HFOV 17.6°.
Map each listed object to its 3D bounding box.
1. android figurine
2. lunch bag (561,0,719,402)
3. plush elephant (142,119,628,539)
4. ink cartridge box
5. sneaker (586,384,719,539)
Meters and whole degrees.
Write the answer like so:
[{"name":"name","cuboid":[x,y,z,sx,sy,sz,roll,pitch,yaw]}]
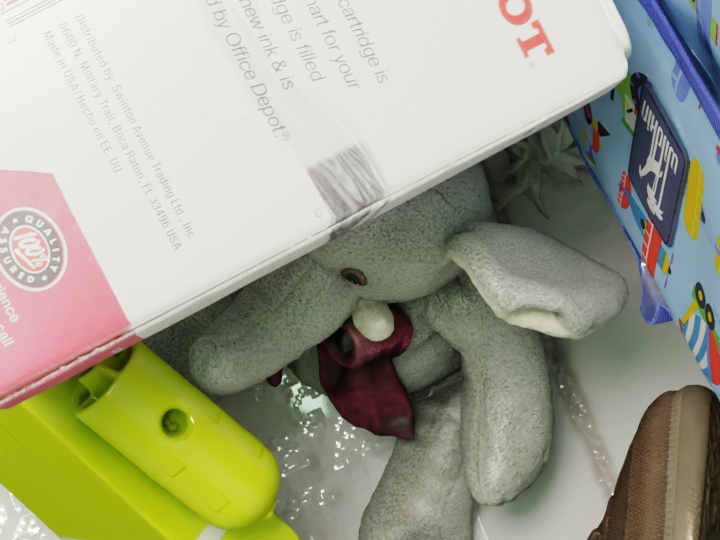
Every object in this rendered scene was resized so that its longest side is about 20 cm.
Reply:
[{"name":"android figurine","cuboid":[-0.087,0.063,0.781,0.200,0.182,0.041,43,69,-16]},{"name":"lunch bag","cuboid":[0.117,-0.059,0.654,0.094,0.200,0.151,-9,49,-23]},{"name":"plush elephant","cuboid":[0.000,0.000,0.768,0.165,0.155,0.200,40,93,19]},{"name":"ink cartridge box","cuboid":[-0.045,-0.071,0.656,0.200,0.083,0.147,-27,91,-3]},{"name":"sneaker","cuboid":[0.078,0.134,0.767,0.075,0.070,0.200,4,80,21]}]
